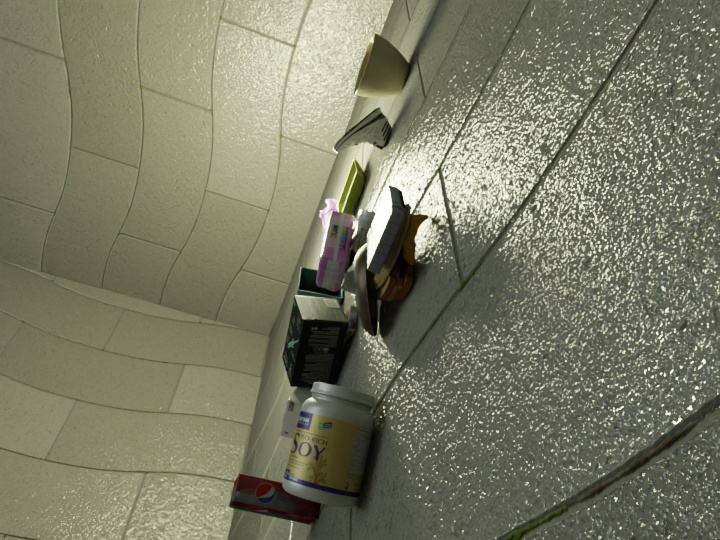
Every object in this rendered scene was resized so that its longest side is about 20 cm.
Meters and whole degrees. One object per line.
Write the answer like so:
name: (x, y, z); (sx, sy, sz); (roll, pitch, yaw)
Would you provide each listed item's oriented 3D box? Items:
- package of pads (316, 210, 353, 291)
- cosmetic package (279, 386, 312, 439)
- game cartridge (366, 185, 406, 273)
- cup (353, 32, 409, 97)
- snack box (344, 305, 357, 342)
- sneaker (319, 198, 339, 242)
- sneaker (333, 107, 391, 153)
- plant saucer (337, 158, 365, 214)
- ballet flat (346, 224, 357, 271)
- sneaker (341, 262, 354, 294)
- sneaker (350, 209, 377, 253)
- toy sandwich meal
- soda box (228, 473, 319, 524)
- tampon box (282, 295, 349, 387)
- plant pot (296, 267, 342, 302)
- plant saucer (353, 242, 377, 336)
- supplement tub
package of pads: (-0.070, -0.054, 1.626); (0.201, 0.075, 0.121); (-83, 9, -46)
cosmetic package: (-0.146, 0.360, 1.572); (0.200, 0.073, 0.102); (-56, -21, -78)
game cartridge: (0.049, -0.087, 1.176); (0.200, 0.038, 0.130); (-88, 24, -68)
cup: (0.077, -0.651, 1.946); (0.200, 0.142, 0.202); (-163, 90, -79)
snack box: (-0.051, 0.174, 1.643); (0.200, 0.024, 0.072); (122, 159, -53)
sneaker: (-0.136, -0.215, 2.504); (0.081, 0.088, 0.201); (-120, 47, -74)
sneaker: (0.015, -0.417, 1.910); (0.200, 0.116, 0.076); (-37, 12, 8)
plant saucer: (-0.030, -0.293, 2.190); (0.200, 0.048, 0.201); (-99, 27, -66)
ballet flat: (-0.017, -0.068, 1.796); (0.046, 0.067, 0.201); (46, 127, 25)
sneaker: (0.000, 0.000, 1.545); (0.081, 0.076, 0.200); (-67, 9, -21)
sneaker: (0.015, -0.101, 1.633); (0.200, 0.073, 0.116); (141, 143, -86)
toy sandwich meal: (0.080, -0.037, 1.214); (0.205, 0.070, 0.207); (-159, 90, -82)
soda box: (-0.195, 0.526, 1.367); (0.070, 0.199, 0.064); (122, 161, -51)
tampon box: (-0.124, 0.191, 1.600); (0.150, 0.125, 0.201); (-123, 42, -61)
plant pot: (-0.146, 0.122, 1.930); (0.142, 0.140, 0.201); (-92, 14, -60)
plant saucer: (0.011, 0.042, 1.279); (0.200, 0.032, 0.202); (-4, -90, -84)
supplement tub: (-0.054, 0.323, 1.111); (0.145, 0.144, 0.201); (141, 144, -71)
